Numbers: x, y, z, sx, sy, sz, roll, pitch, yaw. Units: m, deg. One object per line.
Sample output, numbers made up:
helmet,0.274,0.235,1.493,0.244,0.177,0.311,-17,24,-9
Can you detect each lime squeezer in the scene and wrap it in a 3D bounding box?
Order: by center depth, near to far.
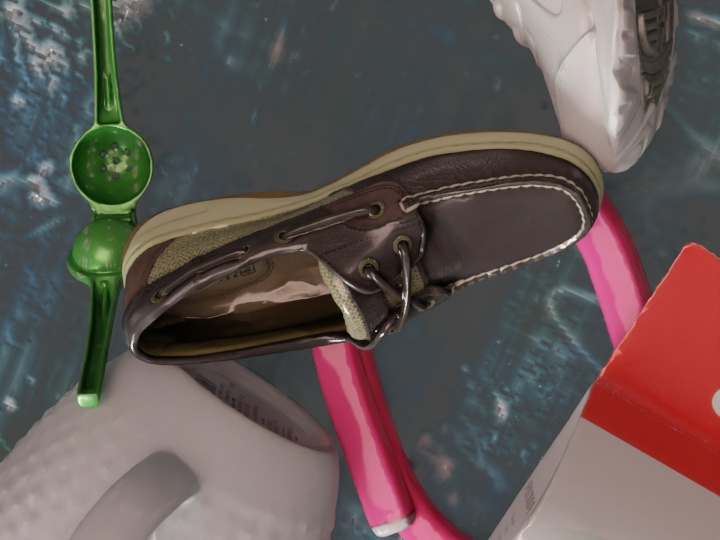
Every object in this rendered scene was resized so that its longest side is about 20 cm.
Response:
lime squeezer,-0.104,-0.029,0.962,0.038,0.071,0.200,5,69,-13

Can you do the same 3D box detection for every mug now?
mug,-0.097,0.124,0.924,0.148,0.200,0.175,34,97,6

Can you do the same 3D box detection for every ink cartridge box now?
ink cartridge box,0.144,0.114,0.910,0.161,0.050,0.200,30,107,-9

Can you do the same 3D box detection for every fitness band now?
fitness band,0.056,0.041,0.952,0.143,0.037,0.200,-17,94,17

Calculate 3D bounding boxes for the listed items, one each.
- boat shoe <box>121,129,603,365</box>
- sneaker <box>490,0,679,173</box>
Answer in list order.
boat shoe,0.000,0.000,0.898,0.200,0.065,0.073,-15,132,16
sneaker,0.067,-0.133,0.913,0.099,0.078,0.200,-12,85,24
